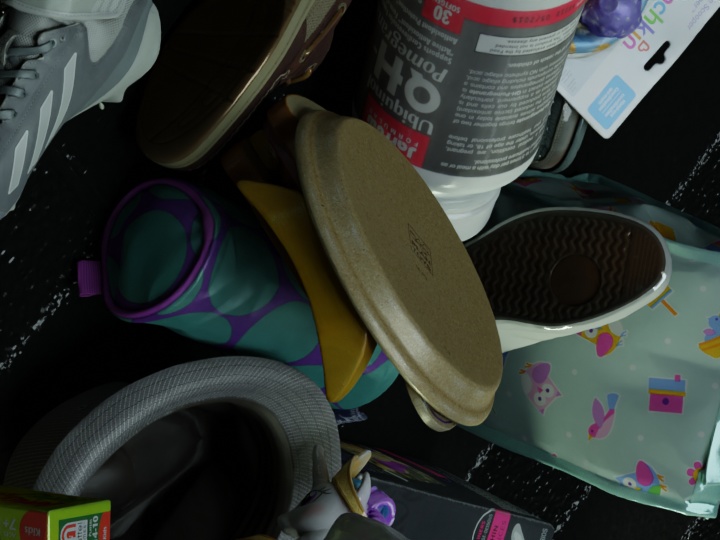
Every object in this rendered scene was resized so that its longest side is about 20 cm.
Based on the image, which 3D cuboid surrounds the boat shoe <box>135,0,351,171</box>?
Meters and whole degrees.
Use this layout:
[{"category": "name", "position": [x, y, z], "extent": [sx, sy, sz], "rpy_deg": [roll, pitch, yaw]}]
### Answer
[{"category": "boat shoe", "position": [-0.043, -0.127, 1.469], "extent": [0.200, 0.072, 0.072], "rpy_deg": [-59, 139, -17]}]

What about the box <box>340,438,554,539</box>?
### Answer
[{"category": "box", "position": [0.003, 0.173, 1.636], "extent": [0.200, 0.106, 0.122], "rpy_deg": [18, 95, -50]}]

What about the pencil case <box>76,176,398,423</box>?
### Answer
[{"category": "pencil case", "position": [-0.056, 0.016, 1.510], "extent": [0.200, 0.092, 0.085], "rpy_deg": [28, 52, -49]}]

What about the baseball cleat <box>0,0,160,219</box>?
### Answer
[{"category": "baseball cleat", "position": [-0.175, -0.093, 1.338], "extent": [0.200, 0.070, 0.107], "rpy_deg": [-49, 150, -34]}]

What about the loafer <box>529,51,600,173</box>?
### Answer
[{"category": "loafer", "position": [0.105, -0.159, 1.627], "extent": [0.063, 0.072, 0.200], "rpy_deg": [4, 99, -28]}]

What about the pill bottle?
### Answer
[{"category": "pill bottle", "position": [0.056, -0.113, 1.524], "extent": [0.111, 0.111, 0.200], "rpy_deg": [-27, 146, -37]}]

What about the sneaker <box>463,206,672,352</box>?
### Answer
[{"category": "sneaker", "position": [0.092, 0.010, 1.611], "extent": [0.085, 0.200, 0.073], "rpy_deg": [18, 63, -66]}]

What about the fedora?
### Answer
[{"category": "fedora", "position": [-0.116, 0.119, 1.491], "extent": [0.200, 0.090, 0.177], "rpy_deg": [-27, 125, -29]}]

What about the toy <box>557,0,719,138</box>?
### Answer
[{"category": "toy", "position": [0.120, -0.181, 1.569], "extent": [0.200, 0.047, 0.115], "rpy_deg": [43, 83, -20]}]

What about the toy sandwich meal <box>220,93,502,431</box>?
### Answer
[{"category": "toy sandwich meal", "position": [0.000, 0.000, 1.439], "extent": [0.070, 0.205, 0.205], "rpy_deg": [-29, 142, 17]}]

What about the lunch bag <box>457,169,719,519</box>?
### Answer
[{"category": "lunch bag", "position": [0.160, 0.042, 1.671], "extent": [0.122, 0.200, 0.171], "rpy_deg": [1, 106, -48]}]

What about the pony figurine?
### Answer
[{"category": "pony figurine", "position": [-0.032, 0.185, 1.407], "extent": [0.200, 0.193, 0.167], "rpy_deg": [-30, 139, -21]}]

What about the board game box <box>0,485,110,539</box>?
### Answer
[{"category": "board game box", "position": [-0.178, 0.211, 1.373], "extent": [0.048, 0.101, 0.200], "rpy_deg": [-5, 97, -54]}]
